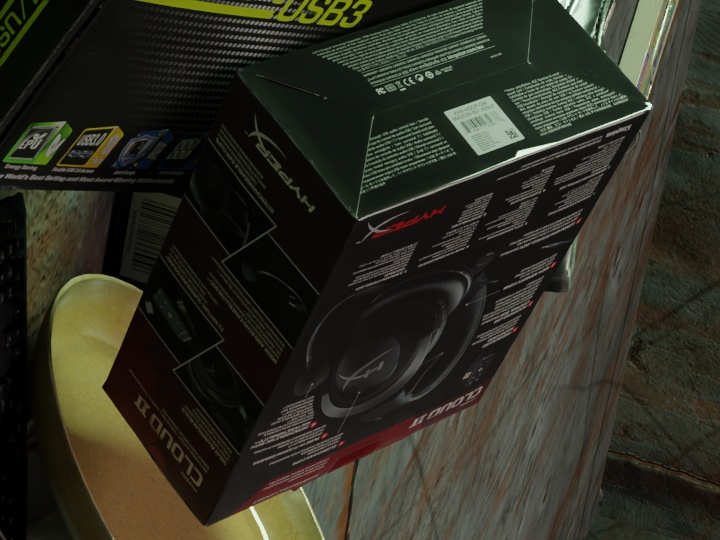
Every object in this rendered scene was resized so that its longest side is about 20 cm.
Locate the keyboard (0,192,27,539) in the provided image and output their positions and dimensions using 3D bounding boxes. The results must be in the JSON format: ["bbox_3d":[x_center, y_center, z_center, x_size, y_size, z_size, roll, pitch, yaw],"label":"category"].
[{"bbox_3d":[-0.133,0.079,0.924,0.104,0.039,0.201,-40,134,-65],"label":"keyboard"}]

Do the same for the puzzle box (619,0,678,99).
[{"bbox_3d":[0.307,-0.265,2.627,0.133,0.025,0.201,52,55,-75],"label":"puzzle box"}]

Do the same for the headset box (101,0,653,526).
[{"bbox_3d":[0.000,0.000,0.942,0.148,0.077,0.200,-22,153,-37],"label":"headset box"}]

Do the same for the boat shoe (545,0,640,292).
[{"bbox_3d":[0.099,-0.070,1.200,0.072,0.071,0.201,85,22,-62],"label":"boat shoe"}]

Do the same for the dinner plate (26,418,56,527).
[{"bbox_3d":[-0.152,0.145,1.044,0.200,0.024,0.201,15,90,-79],"label":"dinner plate"}]

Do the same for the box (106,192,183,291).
[{"bbox_3d":[-0.015,-0.071,1.151,0.200,0.124,0.149,-44,149,-65],"label":"box"}]

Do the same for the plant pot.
[{"bbox_3d":[-0.071,0.094,1.007,0.027,0.201,0.200,-31,180,17],"label":"plant pot"}]

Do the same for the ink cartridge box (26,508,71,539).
[{"bbox_3d":[-0.114,0.199,1.072,0.117,0.067,0.201,-30,134,-73],"label":"ink cartridge box"}]

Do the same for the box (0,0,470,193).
[{"bbox_3d":[-0.029,-0.107,0.852,0.193,0.048,0.200,-47,156,25],"label":"box"}]
